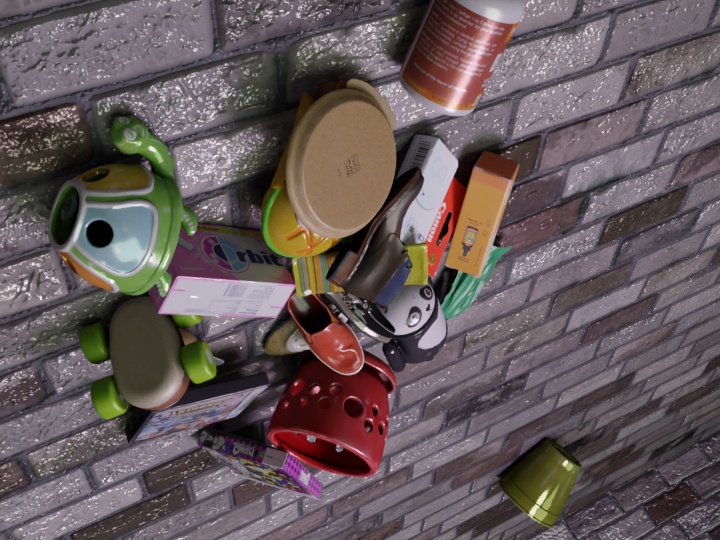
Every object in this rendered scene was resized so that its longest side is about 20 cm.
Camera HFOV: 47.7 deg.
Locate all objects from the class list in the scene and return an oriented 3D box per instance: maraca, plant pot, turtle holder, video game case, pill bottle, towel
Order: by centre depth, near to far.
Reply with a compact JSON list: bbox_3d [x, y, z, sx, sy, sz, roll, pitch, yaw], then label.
[{"bbox_3d":[-0.271,-0.065,0.933,0.131,0.142,0.186,14,124,-46],"label":"turtle holder"},{"bbox_3d":[0.133,-0.304,1.009,0.111,0.113,0.201,-5,136,-36],"label":"pill bottle"},{"bbox_3d":[-0.055,-0.083,1.122,0.199,0.107,0.139,-8,125,-45],"label":"maraca"},{"bbox_3d":[0.000,0.000,1.187,0.197,0.018,0.087,-6,141,1],"label":"towel"},{"bbox_3d":[-0.267,0.226,1.327,0.198,0.026,0.181,-10,160,-32],"label":"video game case"},{"bbox_3d":[-0.041,0.232,1.398,0.201,0.198,0.184,62,41,-55],"label":"plant pot"},{"bbox_3d":[-0.181,0.358,1.499,0.201,0.179,0.036,63,42,-56],"label":"video game case"},{"bbox_3d":[0.542,0.608,2.387,0.194,0.200,0.200,-54,143,7],"label":"plant pot"}]

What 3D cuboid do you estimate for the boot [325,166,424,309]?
[{"bbox_3d":[0.046,-0.042,1.121,0.096,0.075,0.201,34,108,-13],"label":"boot"}]

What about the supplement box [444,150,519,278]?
[{"bbox_3d":[0.196,-0.089,1.329,0.069,0.066,0.202,-56,164,-51],"label":"supplement box"}]

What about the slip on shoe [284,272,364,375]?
[{"bbox_3d":[-0.060,0.092,1.283,0.074,0.061,0.201,-33,113,2],"label":"slip on shoe"}]

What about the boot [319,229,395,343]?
[{"bbox_3d":[0.021,0.003,1.262,0.154,0.074,0.203,-43,111,7],"label":"boot"}]

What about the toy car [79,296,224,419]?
[{"bbox_3d":[-0.277,0.136,1.175,0.162,0.159,0.200,-21,157,2],"label":"toy car"}]

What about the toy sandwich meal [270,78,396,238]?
[{"bbox_3d":[-0.032,-0.144,1.032,0.204,0.070,0.208,-17,115,-41],"label":"toy sandwich meal"}]

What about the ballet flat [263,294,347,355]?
[{"bbox_3d":[-0.075,0.090,1.345,0.199,0.071,0.071,-39,145,7],"label":"ballet flat"}]

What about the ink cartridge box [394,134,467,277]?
[{"bbox_3d":[0.112,-0.089,1.242,0.200,0.047,0.162,34,77,-52],"label":"ink cartridge box"}]

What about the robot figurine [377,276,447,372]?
[{"bbox_3d":[0.085,0.084,1.416,0.124,0.151,0.201,-23,143,4],"label":"robot figurine"}]

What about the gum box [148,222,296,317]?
[{"bbox_3d":[-0.191,-0.001,1.096,0.198,0.114,0.066,6,130,-43],"label":"gum box"}]

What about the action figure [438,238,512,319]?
[{"bbox_3d":[0.187,0.025,1.496,0.117,0.055,0.201,5,126,-45],"label":"action figure"}]
